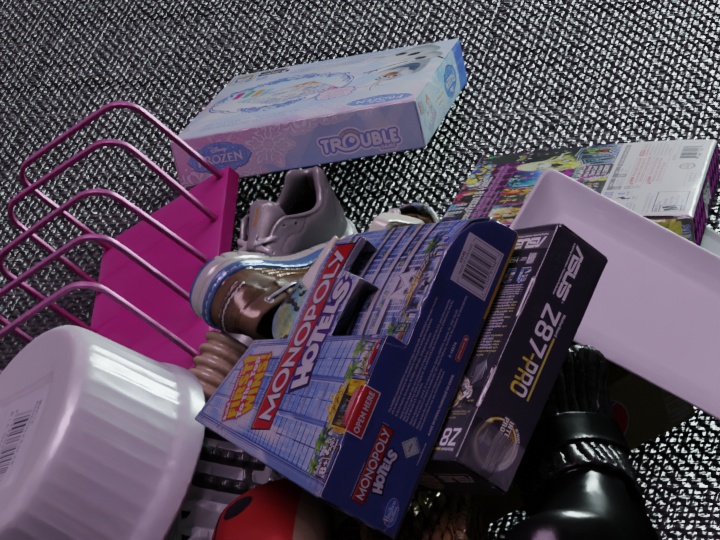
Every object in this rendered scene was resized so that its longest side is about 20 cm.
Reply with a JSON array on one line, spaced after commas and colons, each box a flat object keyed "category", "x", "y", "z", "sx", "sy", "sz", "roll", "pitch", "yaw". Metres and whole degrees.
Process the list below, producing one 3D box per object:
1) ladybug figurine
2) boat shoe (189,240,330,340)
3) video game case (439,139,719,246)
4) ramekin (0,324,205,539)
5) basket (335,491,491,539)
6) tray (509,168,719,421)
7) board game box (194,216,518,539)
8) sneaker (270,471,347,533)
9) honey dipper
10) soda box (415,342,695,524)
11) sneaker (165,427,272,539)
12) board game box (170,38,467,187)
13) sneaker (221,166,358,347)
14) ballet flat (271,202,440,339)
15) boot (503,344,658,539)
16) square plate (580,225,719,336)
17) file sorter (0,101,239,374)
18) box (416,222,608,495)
[{"category": "ladybug figurine", "x": -0.064, "y": 0.214, "z": 1.504, "sx": 0.072, "sy": 0.136, "sz": 0.201, "roll": 14, "pitch": 60, "yaw": -9}, {"category": "boat shoe", "x": -0.029, "y": 0.027, "z": 1.739, "sx": 0.199, "sy": 0.073, "sz": 0.072, "roll": -7, "pitch": 35, "yaw": -44}, {"category": "video game case", "x": 0.157, "y": -0.047, "z": 1.725, "sx": 0.180, "sy": 0.036, "sz": 0.200, "roll": -3, "pitch": 17, "yaw": 14}, {"category": "ramekin", "x": -0.200, "y": 0.135, "z": 1.631, "sx": 0.200, "sy": 0.098, "sz": 0.201, "roll": -44, "pitch": 27, "yaw": 30}, {"category": "basket", "x": 0.009, "y": 0.233, "z": 1.458, "sx": 0.148, "sy": 0.143, "sz": 0.200, "roll": -10, "pitch": 38, "yaw": 11}, {"category": "tray", "x": 0.183, "y": 0.022, "z": 1.582, "sx": 0.199, "sy": 0.022, "sz": 0.108, "roll": 29, "pitch": 61, "yaw": 9}, {"category": "board game box", "x": -0.014, "y": 0.057, "z": 1.485, "sx": 0.200, "sy": 0.062, "sz": 0.201, "roll": -5, "pitch": 58, "yaw": 58}, {"category": "sneaker", "x": -0.027, "y": 0.119, "z": 1.647, "sx": 0.078, "sy": 0.100, "sz": 0.200, "roll": -26, "pitch": 38, "yaw": -8}, {"category": "honey dipper", "x": -0.132, "y": 0.137, "z": 1.680, "sx": 0.038, "sy": 0.038, "sz": 0.201, "roll": 13, "pitch": 70, "yaw": 35}, {"category": "soda box", "x": 0.120, "y": 0.102, "z": 1.631, "sx": 0.199, "sy": 0.064, "sz": 0.068, "roll": -26, "pitch": 37, "yaw": -9}, {"category": "sneaker", "x": -0.106, "y": 0.202, "z": 1.614, "sx": 0.075, "sy": 0.081, "sz": 0.201, "roll": 19, "pitch": 60, "yaw": -10}, {"category": "board game box", "x": -0.029, "y": -0.127, "z": 1.939, "sx": 0.199, "sy": 0.044, "sz": 0.199, "roll": -8, "pitch": 16, "yaw": 15}, {"category": "sneaker", "x": -0.075, "y": 0.001, "z": 1.818, "sx": 0.075, "sy": 0.092, "sz": 0.200, "roll": 6, "pitch": 45, "yaw": 30}, {"category": "ballet flat", "x": 0.000, "y": 0.000, "z": 1.647, "sx": 0.074, "sy": 0.075, "sz": 0.200, "roll": 1, "pitch": 18, "yaw": 25}, {"category": "boot", "x": 0.115, "y": 0.122, "z": 1.466, "sx": 0.079, "sy": 0.211, "sz": 0.159, "roll": -22, "pitch": 76, "yaw": 17}, {"category": "square plate", "x": 0.173, "y": -0.002, "z": 1.683, "sx": 0.197, "sy": 0.029, "sz": 0.200, "roll": -11, "pitch": 17, "yaw": -12}, {"category": "file sorter", "x": -0.189, "y": -0.004, "z": 1.796, "sx": 0.139, "sy": 0.125, "sz": 0.201, "roll": -31, "pitch": 37, "yaw": 31}, {"category": "box", "x": 0.051, "y": 0.055, "z": 1.497, "sx": 0.200, "sy": 0.049, "sz": 0.162, "roll": -7, "pitch": 52, "yaw": 59}]
